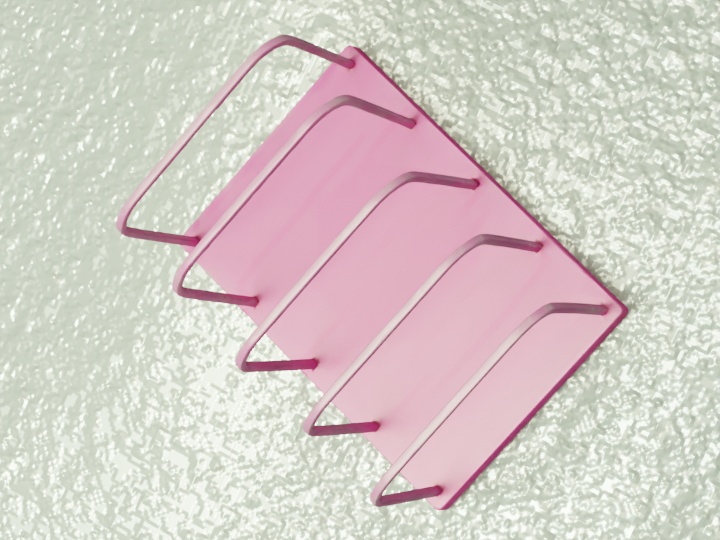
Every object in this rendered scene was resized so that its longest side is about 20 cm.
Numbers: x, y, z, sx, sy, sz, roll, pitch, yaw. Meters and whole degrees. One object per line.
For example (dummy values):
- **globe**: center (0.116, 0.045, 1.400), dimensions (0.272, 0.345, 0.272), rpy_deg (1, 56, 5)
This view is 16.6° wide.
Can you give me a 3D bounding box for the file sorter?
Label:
- **file sorter**: center (0.000, 0.000, 1.202), dimensions (0.200, 0.125, 0.139), rpy_deg (45, 102, 16)
